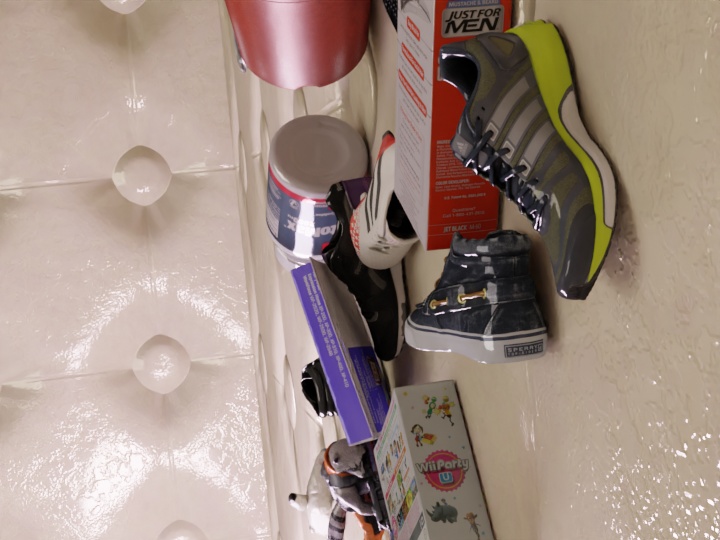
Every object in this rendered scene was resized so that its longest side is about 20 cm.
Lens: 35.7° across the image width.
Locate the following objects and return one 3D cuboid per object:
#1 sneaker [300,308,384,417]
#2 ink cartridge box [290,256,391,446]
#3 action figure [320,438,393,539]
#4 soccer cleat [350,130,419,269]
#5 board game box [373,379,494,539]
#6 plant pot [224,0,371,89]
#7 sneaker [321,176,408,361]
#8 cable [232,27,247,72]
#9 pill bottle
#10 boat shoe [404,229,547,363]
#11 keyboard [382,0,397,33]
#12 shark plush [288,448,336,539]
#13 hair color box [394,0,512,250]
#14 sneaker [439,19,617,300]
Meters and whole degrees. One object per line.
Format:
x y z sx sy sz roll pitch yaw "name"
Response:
-0.033 0.110 1.412 0.201 0.098 0.071 -109 15 -53 "sneaker"
-0.019 0.089 1.219 0.200 0.043 0.200 27 -138 -80 "ink cartridge box"
-0.004 0.287 1.364 0.201 0.103 0.195 -107 6 -52 "action figure"
0.032 -0.049 1.086 0.201 0.068 0.086 107 158 -53 "soccer cleat"
0.069 0.227 1.050 0.148 0.063 0.202 104 156 -57 "board game box"
-0.066 -0.310 1.174 0.196 0.198 0.203 86 172 -58 "plant pot"
0.000 0.000 1.213 0.076 0.086 0.203 -150 54 -76 "sneaker"
-0.191 -0.481 1.983 0.201 0.068 0.202 100 161 -52 "cable"
-0.058 -0.084 1.386 0.201 0.118 0.121 100 161 -56 "pill bottle"
0.085 0.015 0.859 0.200 0.070 0.092 -178 83 -72 "boat shoe"
0.035 -0.244 1.035 0.201 0.039 0.105 -110 17 -49 "keyboard"
-0.043 0.380 1.797 0.084 0.090 0.201 -80 -25 -48 "shark plush"
0.068 -0.131 0.867 0.111 0.063 0.202 -112 18 -58 "hair color box"
0.099 -0.068 0.693 0.074 0.080 0.202 100 160 -56 "sneaker"
